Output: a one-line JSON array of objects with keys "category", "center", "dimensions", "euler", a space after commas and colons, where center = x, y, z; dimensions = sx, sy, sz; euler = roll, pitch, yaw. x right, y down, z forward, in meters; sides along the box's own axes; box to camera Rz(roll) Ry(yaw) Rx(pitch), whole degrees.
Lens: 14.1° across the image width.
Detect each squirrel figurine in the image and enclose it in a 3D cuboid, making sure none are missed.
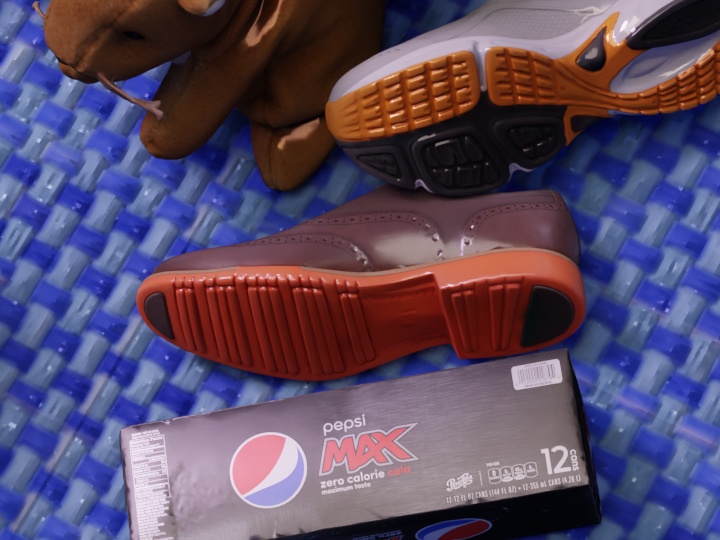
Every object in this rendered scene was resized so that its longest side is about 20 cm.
[{"category": "squirrel figurine", "center": [-0.054, -0.144, 1.266], "dimensions": [0.200, 0.187, 0.142], "euler": [-43, 70, 12]}]

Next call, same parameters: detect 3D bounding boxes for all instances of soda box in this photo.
[{"category": "soda box", "center": [0.001, 0.089, 1.254], "dimensions": [0.199, 0.071, 0.064], "euler": [-10, 70, 5]}]

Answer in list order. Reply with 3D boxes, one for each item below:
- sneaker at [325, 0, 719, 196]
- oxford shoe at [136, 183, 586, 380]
[{"category": "sneaker", "center": [0.072, -0.098, 1.305], "dimensions": [0.199, 0.076, 0.092], "euler": [-16, 36, -16]}, {"category": "oxford shoe", "center": [0.000, 0.000, 1.299], "dimensions": [0.199, 0.071, 0.073], "euler": [-2, 50, 3]}]
